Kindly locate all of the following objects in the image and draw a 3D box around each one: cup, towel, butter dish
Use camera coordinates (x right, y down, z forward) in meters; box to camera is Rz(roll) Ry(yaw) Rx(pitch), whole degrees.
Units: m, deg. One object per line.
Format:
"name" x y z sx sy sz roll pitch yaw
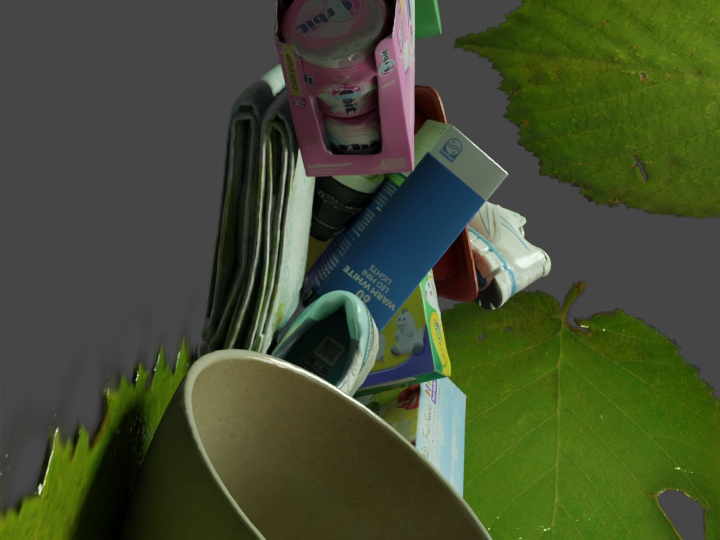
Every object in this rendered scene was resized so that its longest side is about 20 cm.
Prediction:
"cup" -0.041 0.159 0.564 0.144 0.200 0.200 -52 -174 15
"towel" -0.057 -0.042 0.758 0.200 0.048 0.173 -76 176 -72
"butter dish" 0.000 -0.060 1.074 0.199 0.147 0.202 17 -58 65

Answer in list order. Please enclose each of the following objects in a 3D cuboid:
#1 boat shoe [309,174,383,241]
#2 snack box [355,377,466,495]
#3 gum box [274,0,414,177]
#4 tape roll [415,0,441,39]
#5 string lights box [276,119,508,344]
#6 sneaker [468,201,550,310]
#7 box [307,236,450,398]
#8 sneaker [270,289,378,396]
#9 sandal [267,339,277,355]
"boat shoe" -0.031 -0.092 0.934 0.200 0.071 0.068 -103 -144 -60
"snack box" -0.008 0.183 0.968 0.200 0.068 0.169 -38 -161 22
"gum box" -0.005 -0.160 0.664 0.114 0.066 0.201 77 12 -58
"tape roll" 0.020 -0.270 0.850 0.200 0.048 0.202 -9 90 -84
"string lights box" 0.017 -0.017 0.874 0.200 0.059 0.103 -51 -169 4
"sneaker" 0.111 -0.042 1.129 0.200 0.086 0.075 52 -28 38
"box" 0.000 0.000 0.963 0.048 0.117 0.202 27 51 -65
"sneaker" -0.054 0.096 0.739 0.201 0.077 0.086 -63 174 -17
"sandal" -0.082 0.092 0.990 0.075 0.045 0.202 111 -24 -69
